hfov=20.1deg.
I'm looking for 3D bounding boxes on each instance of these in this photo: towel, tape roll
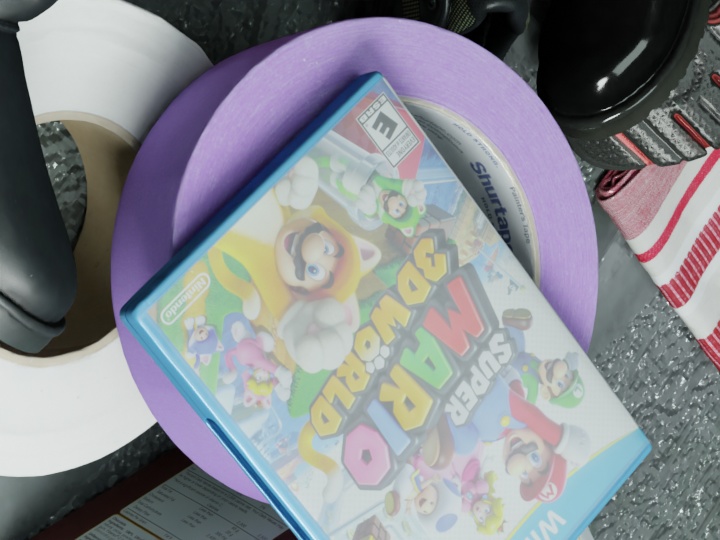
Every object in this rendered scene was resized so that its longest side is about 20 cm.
[{"bbox_3d":[0.222,-0.033,1.162,0.144,0.023,0.200,-51,129,-13],"label":"towel"},{"bbox_3d":[-0.140,-0.020,0.845,0.201,0.071,0.205,-12,110,-35],"label":"tape roll"},{"bbox_3d":[0.000,0.000,0.838,0.198,0.065,0.202,1,87,-28],"label":"tape roll"}]

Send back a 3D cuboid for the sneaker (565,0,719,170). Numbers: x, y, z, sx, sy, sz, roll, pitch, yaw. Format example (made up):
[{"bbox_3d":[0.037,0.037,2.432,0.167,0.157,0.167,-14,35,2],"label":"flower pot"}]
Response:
[{"bbox_3d":[0.191,-0.127,1.076,0.200,0.087,0.074,-41,104,5],"label":"sneaker"}]

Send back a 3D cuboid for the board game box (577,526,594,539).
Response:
[{"bbox_3d":[0.088,0.152,0.973,0.026,0.201,0.201,-19,141,-7],"label":"board game box"}]

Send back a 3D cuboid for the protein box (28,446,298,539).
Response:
[{"bbox_3d":[-0.035,0.187,0.950,0.199,0.134,0.200,-31,120,-27],"label":"protein box"}]

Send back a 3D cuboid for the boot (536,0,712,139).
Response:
[{"bbox_3d":[0.114,-0.188,0.986,0.158,0.079,0.213,40,67,-46],"label":"boot"}]

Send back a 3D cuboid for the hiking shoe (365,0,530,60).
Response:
[{"bbox_3d":[0.045,-0.147,0.932,0.075,0.100,0.202,-13,112,-35],"label":"hiking shoe"}]

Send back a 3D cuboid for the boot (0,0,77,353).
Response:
[{"bbox_3d":[-0.116,-0.095,0.716,0.168,0.076,0.201,-36,95,5],"label":"boot"}]

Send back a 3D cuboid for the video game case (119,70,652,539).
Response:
[{"bbox_3d":[0.016,0.045,0.798,0.143,0.018,0.201,-45,109,-23],"label":"video game case"}]
